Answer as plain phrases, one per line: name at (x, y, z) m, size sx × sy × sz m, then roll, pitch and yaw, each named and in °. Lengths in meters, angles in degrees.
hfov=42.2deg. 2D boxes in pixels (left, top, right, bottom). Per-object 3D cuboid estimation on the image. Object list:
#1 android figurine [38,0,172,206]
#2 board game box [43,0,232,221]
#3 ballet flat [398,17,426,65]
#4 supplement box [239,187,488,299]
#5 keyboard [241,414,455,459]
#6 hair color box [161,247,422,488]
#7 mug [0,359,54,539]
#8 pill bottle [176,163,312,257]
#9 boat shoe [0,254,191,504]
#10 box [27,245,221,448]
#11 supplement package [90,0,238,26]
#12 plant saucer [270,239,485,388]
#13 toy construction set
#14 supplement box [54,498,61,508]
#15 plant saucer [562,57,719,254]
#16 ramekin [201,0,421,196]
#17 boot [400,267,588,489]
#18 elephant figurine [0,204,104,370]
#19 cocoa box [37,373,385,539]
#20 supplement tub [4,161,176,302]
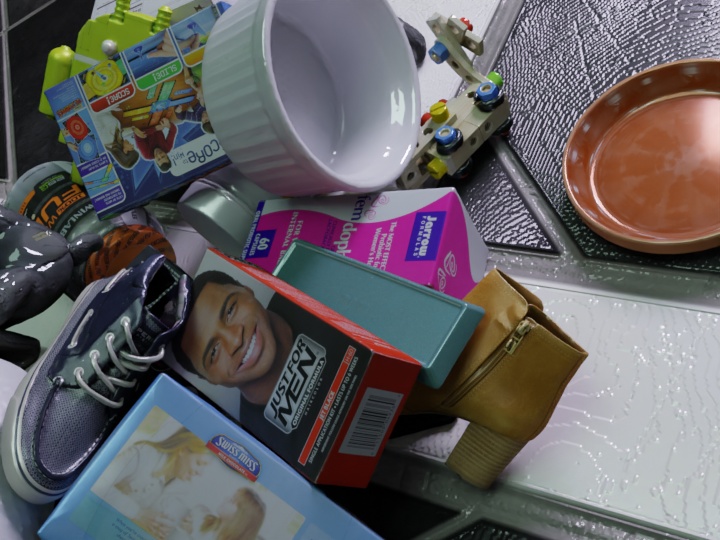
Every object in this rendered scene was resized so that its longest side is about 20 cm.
android figurine at (-0.234, -0.172, 0.936) m, size 0.181 × 0.041 × 0.201 m, roll 22°, pitch 109°, yaw 10°
board game box at (-0.185, -0.148, 0.882) m, size 0.199 × 0.034 × 0.136 m, roll -22°, pitch 93°, yaw 14°
ballet flat at (0.005, -0.288, 1.071) m, size 0.066 × 0.057 × 0.200 m, roll -45°, pitch 47°, yaw -9°
supplement box at (0.000, 0.000, 0.829) m, size 0.199 × 0.103 × 0.102 m, roll -1°, pitch 56°, yaw 27°
keyboard at (-0.013, 0.104, 0.814) m, size 0.199 × 0.040 × 0.105 m, roll -16°, pitch 74°, yaw 17°
hair color box at (-0.059, 0.068, 0.697) m, size 0.200 × 0.061 × 0.102 m, roll 27°, pitch 95°, yaw 42°
mug at (-0.298, 0.141, 0.677) m, size 0.147 × 0.201 × 0.176 m, roll 2°, pitch 47°, yaw -7°
pill bottle at (-0.090, -0.114, 0.956) m, size 0.114 × 0.114 × 0.200 m, roll 24°, pitch 70°, yaw 39°
boat shoe at (-0.189, 0.070, 0.685) m, size 0.092 × 0.075 × 0.201 m, roll -26°, pitch 37°, yaw 32°
box at (-0.204, 0.099, 0.854) m, size 0.200 × 0.122 × 0.106 m, roll -48°, pitch 49°, yaw -9°
supplement package at (-0.179, -0.236, 1.038) m, size 0.155 × 0.200 × 0.111 m, roll -17°, pitch 48°, yaw 18°
plant saucer at (-0.001, 0.025, 0.727) m, size 0.199 × 0.019 × 0.070 m, roll 21°, pitch 71°, yaw 41°
toy construction set at (0.069, -0.154, 0.919) m, size 0.131 × 0.092 × 0.201 m, roll 31°, pitch 86°, yaw 42°
supplement box at (-0.391, 0.223, 0.860) m, size 0.196 × 0.133 × 0.201 m, roll -19°, pitch 49°, yaw 16°
plant saucer at (0.273, -0.097, 0.794) m, size 0.199 × 0.032 × 0.201 m, roll -15°, pitch 51°, yaw 20°
ramekin at (-0.044, -0.160, 0.815) m, size 0.097 × 0.200 × 0.201 m, roll -10°, pitch 51°, yaw 40°
boot at (0.063, 0.056, 0.722) m, size 0.201 × 0.071 × 0.145 m, roll 35°, pitch 104°, yaw 19°
elephant figurine at (-0.366, 0.037, 0.878) m, size 0.200 × 0.155 × 0.142 m, roll -53°, pitch 15°, yaw 33°
cocoa box at (-0.102, 0.184, 0.660) m, size 0.200 × 0.131 × 0.134 m, roll 38°, pitch 76°, yaw -3°
supplement tub at (-0.290, -0.033, 1.003) m, size 0.200 × 0.123 × 0.123 m, roll 29°, pitch 74°, yaw 41°
